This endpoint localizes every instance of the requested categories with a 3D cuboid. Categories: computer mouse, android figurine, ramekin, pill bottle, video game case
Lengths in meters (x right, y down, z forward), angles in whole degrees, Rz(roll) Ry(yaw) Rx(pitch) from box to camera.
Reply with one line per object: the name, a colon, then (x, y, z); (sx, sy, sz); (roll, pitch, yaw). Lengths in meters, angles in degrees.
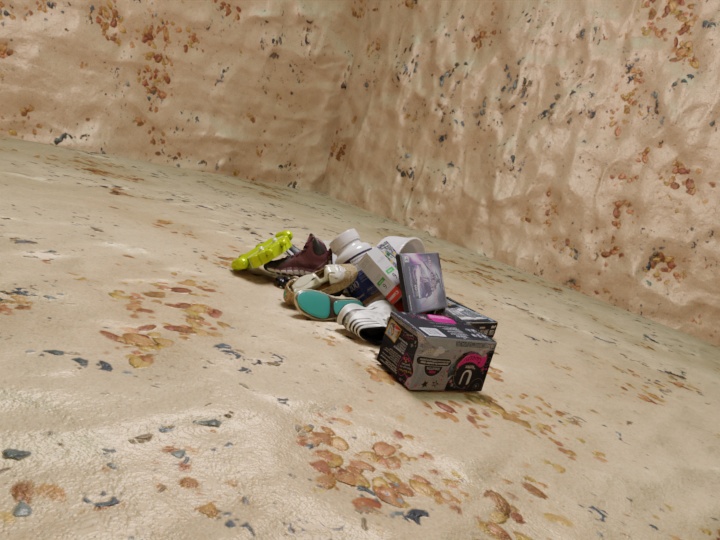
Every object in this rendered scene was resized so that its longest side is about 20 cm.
computer mouse: (-0.118, 0.052, 1.582); (0.137, 0.054, 0.198); (3, 5, -43)
android figurine: (-0.258, -0.052, 1.632); (0.181, 0.042, 0.199); (-35, 14, -26)
ramekin: (0.107, -0.004, 1.799); (0.096, 0.206, 0.199); (13, 8, 34)
pill bottle: (0.000, 0.000, 1.579); (0.203, 0.110, 0.111); (60, 22, 8)
video game case: (0.154, 0.030, 1.508); (0.019, 0.147, 0.198); (-12, -4, 35)

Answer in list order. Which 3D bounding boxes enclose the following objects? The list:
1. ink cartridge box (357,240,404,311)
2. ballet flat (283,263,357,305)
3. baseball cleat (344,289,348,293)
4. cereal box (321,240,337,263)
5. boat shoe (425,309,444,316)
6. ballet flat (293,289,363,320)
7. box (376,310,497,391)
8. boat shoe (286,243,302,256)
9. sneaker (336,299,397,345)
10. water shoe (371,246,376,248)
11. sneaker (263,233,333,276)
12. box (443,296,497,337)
ink cartridge box: (0.094, 0.028, 1.500); (0.200, 0.050, 0.108); (48, 35, 9)
ballet flat: (-0.094, 0.026, 1.467); (0.197, 0.066, 0.071); (-26, 62, -15)
baseball cleat: (0.026, 0.037, 1.688); (0.197, 0.109, 0.069); (20, 15, 36)
cereal box: (-0.065, -0.022, 1.843); (0.146, 0.039, 0.199); (59, 24, 13)
boat shoe: (0.182, 0.129, 1.573); (0.059, 0.076, 0.199); (21, 15, 25)
ballet flat: (-0.082, 0.090, 1.451); (0.197, 0.069, 0.062); (14, -17, -33)
box: (0.156, 0.168, 1.241); (0.196, 0.117, 0.132); (7, 15, -34)
boat shoe: (-0.130, -0.023, 1.712); (0.199, 0.061, 0.076); (39, -4, -6)
sneaker: (0.044, 0.131, 1.417); (0.198, 0.077, 0.115); (-1, 32, -47)
water shoe: (-0.013, -0.034, 1.718); (0.079, 0.071, 0.200); (50, -26, 2)
sneaker: (-0.162, -0.044, 1.637); (0.195, 0.119, 0.076); (6, 4, 8)
box: (0.268, 0.132, 1.739); (0.156, 0.051, 0.198); (5, 16, -44)
